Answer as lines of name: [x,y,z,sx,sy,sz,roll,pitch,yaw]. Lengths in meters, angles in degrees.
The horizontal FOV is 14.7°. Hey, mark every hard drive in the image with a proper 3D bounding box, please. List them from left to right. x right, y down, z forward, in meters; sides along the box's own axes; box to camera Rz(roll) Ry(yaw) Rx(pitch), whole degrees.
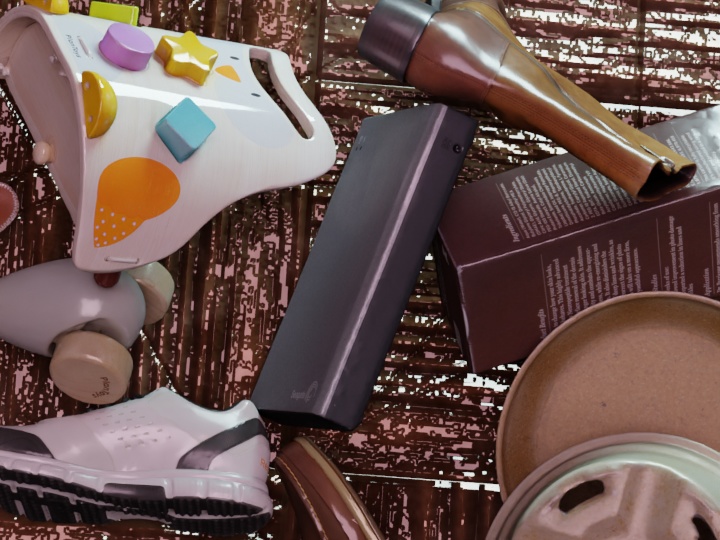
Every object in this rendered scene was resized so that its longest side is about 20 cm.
hard drive: [0.000,0.000,1.693,0.033,0.140,0.201,24,81,-18]

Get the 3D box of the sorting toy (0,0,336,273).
sorting toy: [-0.112,-0.102,1.695,0.179,0.107,0.200,-1,41,-29]

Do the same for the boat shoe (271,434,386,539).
boat shoe: [-0.007,0.198,1.699,0.067,0.072,0.201,-27,87,-9]

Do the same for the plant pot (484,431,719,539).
plant pot: [0.157,0.183,1.594,0.200,0.183,0.201,-1,80,7]

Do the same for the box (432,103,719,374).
box: [0.147,-0.019,1.718,0.199,0.100,0.075,-18,47,-8]

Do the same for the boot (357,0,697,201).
boot: [0.117,-0.112,1.682,0.200,0.188,0.069,28,100,13]

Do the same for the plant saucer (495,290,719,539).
plant saucer: [0.182,0.109,1.723,0.199,0.035,0.201,0,99,-1]

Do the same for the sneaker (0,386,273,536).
sneaker: [-0.150,0.112,1.709,0.199,0.074,0.080,6,64,-3]

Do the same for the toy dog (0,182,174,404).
toy dog: [-0.210,0.008,1.690,0.199,0.097,0.132,-1,48,-8]
